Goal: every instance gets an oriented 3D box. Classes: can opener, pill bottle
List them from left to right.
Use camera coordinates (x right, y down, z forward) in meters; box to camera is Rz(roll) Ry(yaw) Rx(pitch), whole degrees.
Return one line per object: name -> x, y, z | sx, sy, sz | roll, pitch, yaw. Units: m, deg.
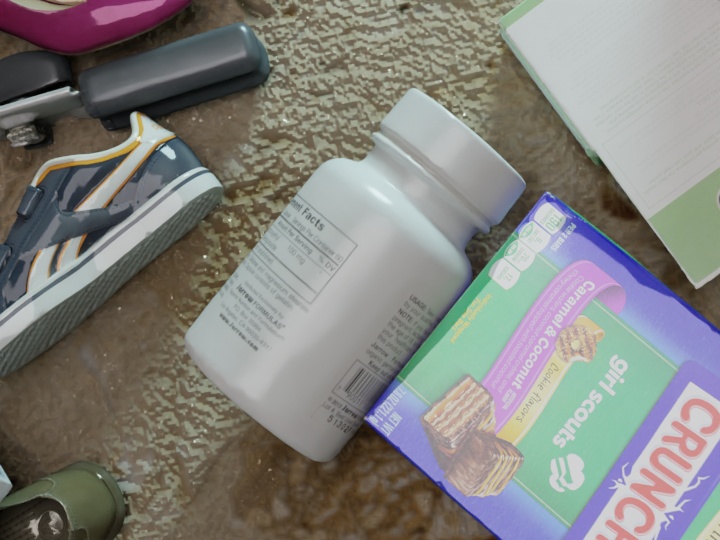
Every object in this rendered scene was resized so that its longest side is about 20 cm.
can opener -> -0.157, -0.120, 1.040 | 0.198, 0.053, 0.067 | -12, 79, 9
pill bottle -> 0.000, 0.000, 0.961 | 0.114, 0.114, 0.200 | 39, 91, 13

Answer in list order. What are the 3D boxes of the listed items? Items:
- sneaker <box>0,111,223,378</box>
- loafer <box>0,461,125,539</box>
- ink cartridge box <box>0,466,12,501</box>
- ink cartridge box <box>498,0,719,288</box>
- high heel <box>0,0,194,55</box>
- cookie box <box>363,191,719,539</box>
sneaker -> -0.183, -0.014, 1.020 | 0.200, 0.078, 0.080 | -40, 82, -8
loafer -> -0.236, 0.183, 1.007 | 0.200, 0.067, 0.076 | -40, 77, 4
ink cartridge box -> -0.324, 0.145, 1.023 | 0.198, 0.043, 0.200 | -49, 45, 2
ink cartridge box -> 0.194, -0.108, 0.971 | 0.145, 0.048, 0.201 | -36, 78, 5
high heel -> -0.203, -0.185, 1.030 | 0.198, 0.068, 0.097 | -8, 121, 13
cookie box -> 0.131, 0.087, 0.944 | 0.200, 0.075, 0.172 | 40, 90, 12
